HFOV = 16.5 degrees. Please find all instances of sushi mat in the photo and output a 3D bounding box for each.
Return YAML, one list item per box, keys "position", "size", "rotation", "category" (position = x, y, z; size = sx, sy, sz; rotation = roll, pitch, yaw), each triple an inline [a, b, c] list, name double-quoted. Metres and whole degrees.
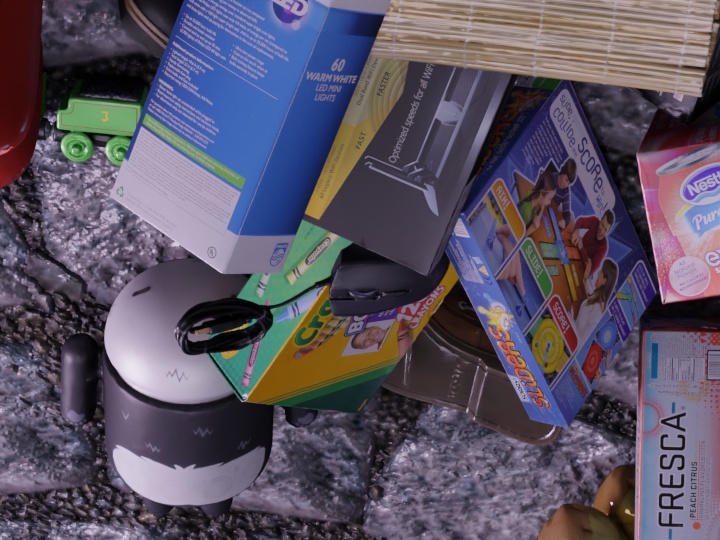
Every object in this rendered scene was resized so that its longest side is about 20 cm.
- position: [0.107, -0.154, 1.429]
  size: [0.199, 0.012, 0.096]
  rotation: [7, 116, 7]
  category: "sushi mat"

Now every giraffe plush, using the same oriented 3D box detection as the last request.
- position: [0.208, 0.252, 1.880]
  size: [0.199, 0.173, 0.162]
  rotation: [-10, 154, -33]
  category: "giraffe plush"

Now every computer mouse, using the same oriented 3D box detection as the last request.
- position: [-0.024, 0.018, 1.558]
  size: [0.200, 0.034, 0.059]
  rotation: [-21, 142, -25]
  category: "computer mouse"

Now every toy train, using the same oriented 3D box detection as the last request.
- position: [-0.235, -0.108, 1.652]
  size: [0.199, 0.042, 0.057]
  rotation: [6, 123, 1]
  category: "toy train"

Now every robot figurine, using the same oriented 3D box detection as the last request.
- position: [-0.120, 0.083, 1.759]
  size: [0.150, 0.125, 0.200]
  rotation: [-28, 142, -29]
  category: "robot figurine"

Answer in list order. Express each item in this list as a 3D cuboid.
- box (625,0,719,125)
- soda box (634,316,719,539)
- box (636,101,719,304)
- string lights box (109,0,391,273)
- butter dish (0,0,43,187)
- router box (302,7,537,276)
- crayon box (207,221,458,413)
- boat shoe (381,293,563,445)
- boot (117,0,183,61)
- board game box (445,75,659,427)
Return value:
- position: [0.164, -0.207, 1.460]
  size: [0.160, 0.044, 0.200]
  rotation: [34, 137, 22]
  category: "box"
- position: [0.224, 0.134, 1.737]
  size: [0.063, 0.068, 0.201]
  rotation: [2, 96, 4]
  category: "soda box"
- position: [0.234, -0.053, 1.532]
  size: [0.102, 0.200, 0.095]
  rotation: [-8, 101, 14]
  category: "box"
- position: [-0.062, -0.109, 1.444]
  size: [0.059, 0.103, 0.200]
  rotation: [-1, 119, -54]
  category: "string lights box"
- position: [-0.272, -0.111, 1.568]
  size: [0.199, 0.200, 0.148]
  rotation: [-10, 147, 14]
  category: "butter dish"
- position: [0.011, -0.120, 1.499]
  size: [0.157, 0.052, 0.200]
  rotation: [24, 107, 5]
  category: "router box"
- position: [0.000, 0.000, 1.642]
  size: [0.119, 0.058, 0.200]
  rotation: [9, 123, -48]
  category: "crayon box"
- position: [0.063, 0.053, 1.745]
  size: [0.200, 0.068, 0.072]
  rotation: [31, 128, 8]
  category: "boat shoe"
- position: [-0.037, -0.171, 1.558]
  size: [0.200, 0.078, 0.138]
  rotation: [19, 128, -29]
  category: "boot"
- position: [0.124, -0.014, 1.636]
  size: [0.034, 0.135, 0.200]
  rotation: [10, 141, 39]
  category: "board game box"
